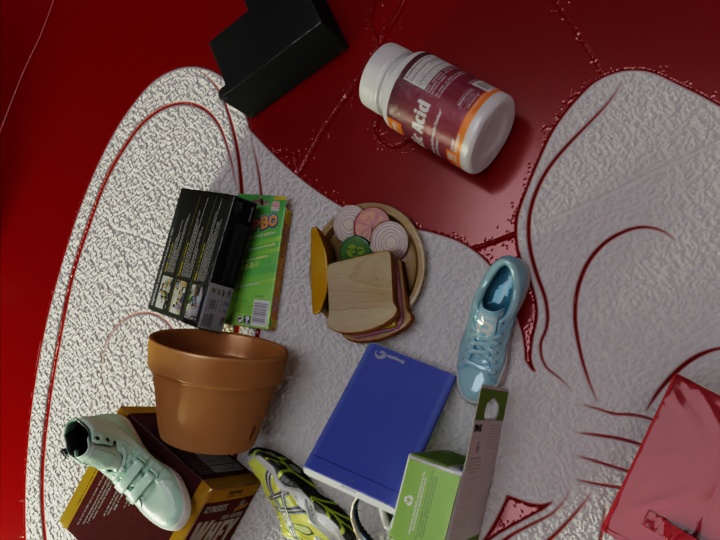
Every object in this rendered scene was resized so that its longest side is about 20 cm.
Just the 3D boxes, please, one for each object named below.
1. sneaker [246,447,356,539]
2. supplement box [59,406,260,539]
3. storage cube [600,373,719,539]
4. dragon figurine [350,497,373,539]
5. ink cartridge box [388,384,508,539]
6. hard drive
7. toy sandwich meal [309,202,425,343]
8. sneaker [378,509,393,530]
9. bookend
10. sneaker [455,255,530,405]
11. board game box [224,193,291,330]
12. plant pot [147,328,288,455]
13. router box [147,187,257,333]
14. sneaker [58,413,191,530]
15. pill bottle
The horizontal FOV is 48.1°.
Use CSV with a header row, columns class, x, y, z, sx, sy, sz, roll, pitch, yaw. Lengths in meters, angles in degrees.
class,x,y,z,sx,sy,sz,roll,pitch,yaw
sneaker,-0.097,0.327,1.126,0.199,0.075,0.077,40,96,25
supplement box,-0.291,0.338,1.180,0.198,0.132,0.199,32,95,25
storage cube,0.376,0.240,0.865,0.169,0.200,0.182,26,86,26
dragon figurine,0.031,0.396,1.056,0.097,0.059,0.204,-1,79,-5
ink cartridge box,0.116,0.236,1.006,0.075,0.147,0.204,11,85,26
hard drive,0.029,0.199,1.050,0.130,0.026,0.201,19,55,17
toy sandwich meal,0.000,0.000,1.138,0.201,0.070,0.210,-4,80,23
sneaker,0.037,0.243,1.072,0.074,0.088,0.204,-19,74,21
bookend,-0.151,-0.384,1.258,0.198,0.092,0.201,-32,69,18
sneaker,0.162,0.074,1.047,0.073,0.082,0.204,13,87,26
board game box,-0.162,-0.015,1.238,0.094,0.030,0.204,5,86,24
plant pot,-0.208,0.171,1.141,0.197,0.199,0.143,10,94,25
router box,-0.245,-0.020,1.239,0.148,0.051,0.204,13,86,45
sneaker,-0.315,0.269,1.063,0.200,0.118,0.074,41,97,24
pill bottle,0.101,-0.227,1.106,0.199,0.114,0.115,34,96,25
